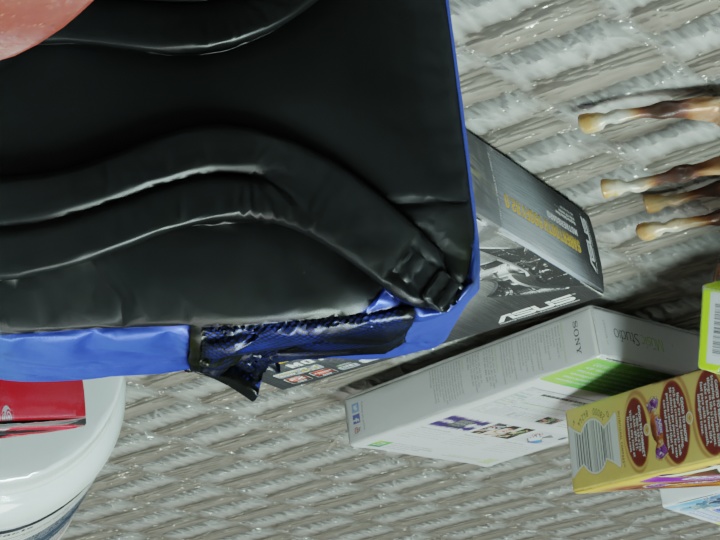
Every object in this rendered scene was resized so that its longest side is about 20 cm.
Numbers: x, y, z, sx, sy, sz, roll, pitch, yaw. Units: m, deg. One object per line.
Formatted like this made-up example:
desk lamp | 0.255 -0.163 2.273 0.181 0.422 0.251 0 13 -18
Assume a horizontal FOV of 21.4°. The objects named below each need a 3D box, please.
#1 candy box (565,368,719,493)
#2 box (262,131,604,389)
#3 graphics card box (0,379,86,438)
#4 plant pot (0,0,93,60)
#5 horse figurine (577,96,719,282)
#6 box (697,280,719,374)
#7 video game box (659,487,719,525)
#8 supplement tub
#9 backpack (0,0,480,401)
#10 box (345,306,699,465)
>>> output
candy box | 0.216 0.088 1.084 0.116 0.057 0.200 0 166 -23
box | 0.000 0.000 0.952 0.199 0.049 0.158 -18 158 25
graphics card box | -0.228 0.053 0.765 0.199 0.051 0.125 -10 174 21
plant pot | -0.147 -0.125 0.374 0.200 0.202 0.195 -23 164 36
horse figurine | 0.186 -0.046 0.896 0.132 0.050 0.200 -9 160 19
box | 0.270 0.026 0.953 0.122 0.048 0.200 8 -169 38
video game box | 0.363 0.167 1.550 0.182 0.047 0.200 -21 156 27
supplement tub | -0.193 0.072 0.941 0.140 0.141 0.200 -1 159 -18
backpack | -0.071 -0.031 0.676 0.199 0.163 0.168 -6 163 -8
box | 0.110 0.077 1.206 0.200 0.036 0.144 -22 156 37
